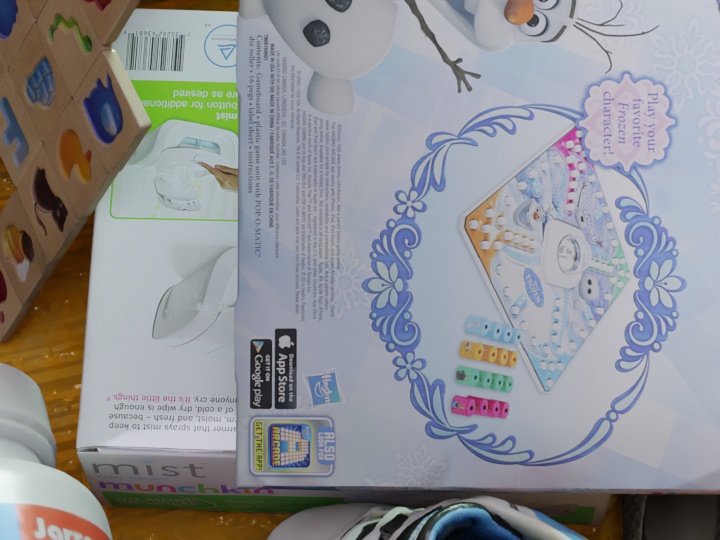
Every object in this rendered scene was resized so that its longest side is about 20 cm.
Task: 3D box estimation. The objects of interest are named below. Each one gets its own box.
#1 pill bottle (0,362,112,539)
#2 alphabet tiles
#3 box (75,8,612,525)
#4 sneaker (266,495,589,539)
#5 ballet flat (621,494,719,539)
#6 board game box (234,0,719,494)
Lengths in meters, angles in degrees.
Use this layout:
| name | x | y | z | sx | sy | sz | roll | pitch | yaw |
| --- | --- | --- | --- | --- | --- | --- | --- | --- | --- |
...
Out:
| name | x | y | z | sx | sy | sz | roll | pitch | yaw |
| --- | --- | --- | --- | --- | --- | --- | --- | --- | --- |
| pill bottle | -0.133 | 0.135 | 0.922 | 0.111 | 0.112 | 0.201 | -14 | 58 | -3 |
| alphabet tiles | -0.137 | -0.090 | 1.004 | 0.008 | 0.200 | 0.168 | -15 | 69 | -34 |
| box | 0.000 | 0.000 | 1.015 | 0.198 | 0.097 | 0.178 | 1 | 72 | 1 |
| sneaker | 0.027 | 0.103 | 0.921 | 0.072 | 0.199 | 0.073 | -39 | 115 | -25 |
| ballet flat | 0.129 | 0.115 | 1.000 | 0.067 | 0.046 | 0.201 | -3 | 72 | 1 |
| board game box | 0.057 | -0.025 | 0.910 | 0.197 | 0.043 | 0.202 | 0 | 87 | 14 |
